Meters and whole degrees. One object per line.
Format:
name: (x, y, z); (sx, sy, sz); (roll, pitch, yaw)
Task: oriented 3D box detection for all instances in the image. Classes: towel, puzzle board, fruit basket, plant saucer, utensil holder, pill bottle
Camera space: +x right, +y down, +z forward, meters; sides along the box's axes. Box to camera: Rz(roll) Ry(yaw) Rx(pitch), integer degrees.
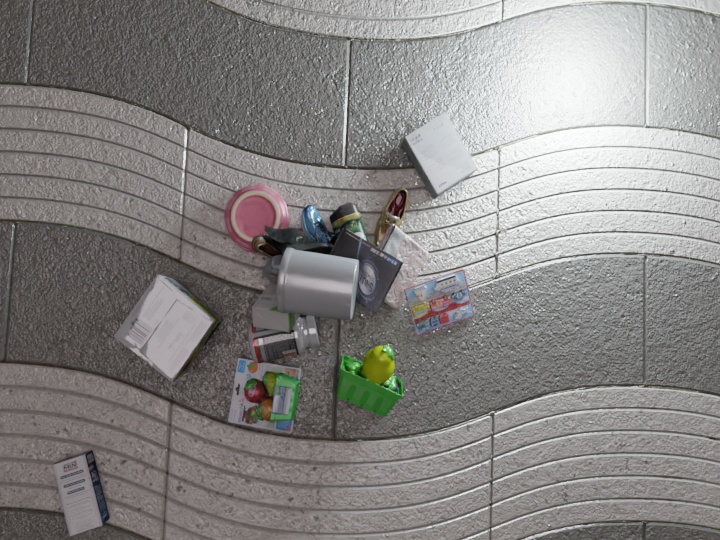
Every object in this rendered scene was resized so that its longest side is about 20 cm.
towel: (0.104, -0.008, 1.739); (0.190, 0.032, 0.203); (36, 83, -39)
puzzle board: (0.241, 0.097, 1.778); (0.195, 0.017, 0.155); (-18, 103, -6)
fruit basket: (-0.280, 0.364, 1.707); (0.194, 0.094, 0.191); (9, 86, 0)
fruit basket: (0.038, 0.295, 1.699); (0.208, 0.156, 0.223); (0, 100, 2)
plant saucer: (-0.312, -0.159, 1.759); (0.194, 0.051, 0.207); (0, 87, -5)
utensil holder: (-0.109, 0.040, 1.553); (0.194, 0.170, 0.176); (8, 86, 4)
pill bottle: (-0.222, 0.194, 1.709); (0.194, 0.116, 0.120); (-11, 87, -5)

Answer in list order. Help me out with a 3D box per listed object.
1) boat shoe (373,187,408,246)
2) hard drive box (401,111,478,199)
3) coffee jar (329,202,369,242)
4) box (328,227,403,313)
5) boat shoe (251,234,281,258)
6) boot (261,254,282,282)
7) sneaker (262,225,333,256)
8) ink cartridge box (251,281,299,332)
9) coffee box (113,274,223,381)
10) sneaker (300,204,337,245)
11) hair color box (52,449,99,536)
boat shoe: (0.092, -0.158, 1.779); (0.072, 0.066, 0.205); (19, 85, -2)
hard drive box: (0.241, -0.350, 1.797); (0.153, 0.077, 0.203); (-30, 88, -5)
coffee jar: (-0.025, -0.094, 1.747); (0.083, 0.104, 0.205); (-18, 87, -21)
box: (0.000, 0.000, 1.646); (0.197, 0.044, 0.163); (30, 94, 6)
boat shoe: (-0.222, -0.055, 1.726); (0.194, 0.068, 0.077); (7, 103, -22)
boot: (-0.189, -0.001, 1.710); (0.195, 0.095, 0.076); (11, 70, -31)
sneaker: (-0.174, -0.082, 1.667); (0.195, 0.061, 0.106); (-5, 50, -29)
ink cartridge box: (-0.224, 0.089, 1.696); (0.114, 0.201, 0.069); (7, 120, 12)
coffee box: (-0.529, 0.159, 1.649); (0.198, 0.198, 0.202); (37, 83, -3)
sneaker: (-0.104, -0.105, 1.740); (0.078, 0.089, 0.204); (-31, 95, -40)
hair color box: (-0.793, 0.630, 1.667); (0.097, 0.061, 0.206); (-15, 88, -5)
